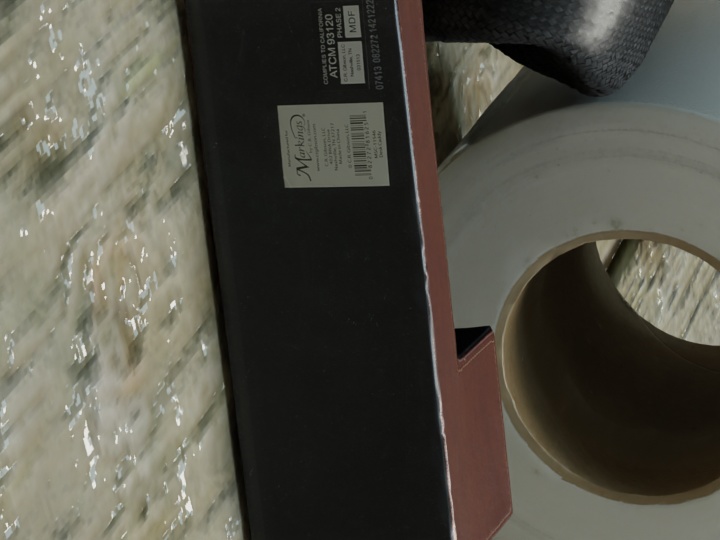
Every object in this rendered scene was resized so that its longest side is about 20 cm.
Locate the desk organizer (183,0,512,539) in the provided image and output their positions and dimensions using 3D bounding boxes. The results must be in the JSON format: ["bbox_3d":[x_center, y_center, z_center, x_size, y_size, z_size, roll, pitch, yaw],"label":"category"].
[{"bbox_3d":[0.000,0.000,0.806,0.077,0.071,0.201,-35,121,-67],"label":"desk organizer"}]

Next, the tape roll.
[{"bbox_3d":[0.120,0.009,0.930,0.139,0.202,0.204,-50,134,-59],"label":"tape roll"}]

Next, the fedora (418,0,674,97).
[{"bbox_3d":[0.054,-0.113,0.831,0.200,0.200,0.092,2,105,-68],"label":"fedora"}]
